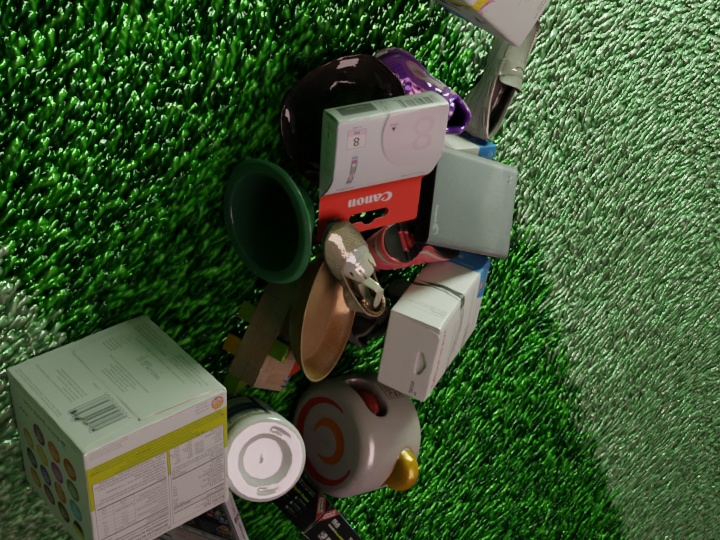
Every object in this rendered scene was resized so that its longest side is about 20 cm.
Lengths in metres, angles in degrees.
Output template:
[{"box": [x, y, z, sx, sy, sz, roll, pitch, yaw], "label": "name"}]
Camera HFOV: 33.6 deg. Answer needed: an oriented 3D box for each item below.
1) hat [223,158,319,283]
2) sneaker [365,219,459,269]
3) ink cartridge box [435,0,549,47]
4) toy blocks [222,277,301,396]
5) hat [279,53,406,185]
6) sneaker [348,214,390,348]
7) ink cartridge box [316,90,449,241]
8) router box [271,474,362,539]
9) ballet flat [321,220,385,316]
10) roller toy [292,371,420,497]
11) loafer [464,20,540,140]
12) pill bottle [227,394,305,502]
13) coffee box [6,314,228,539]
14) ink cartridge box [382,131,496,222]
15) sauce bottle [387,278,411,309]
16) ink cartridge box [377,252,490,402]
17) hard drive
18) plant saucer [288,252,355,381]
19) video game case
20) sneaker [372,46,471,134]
[{"box": [-0.070, -0.083, 1.589, 0.176, 0.200, 0.166, -20, 106, -40], "label": "hat"}, {"box": [0.066, -0.040, 1.730, 0.200, 0.087, 0.074, -6, 81, -51], "label": "sneaker"}, {"box": [0.148, -0.417, 1.552, 0.200, 0.147, 0.146, 26, 100, -49], "label": "ink cartridge box"}, {"box": [-0.106, 0.096, 1.728, 0.137, 0.100, 0.201, 19, 97, -61], "label": "toy blocks"}, {"box": [-0.009, -0.179, 1.582, 0.200, 0.081, 0.201, -10, 127, -14], "label": "hat"}, {"box": [0.025, 0.026, 1.775, 0.075, 0.115, 0.201, -1, 118, -44], "label": "sneaker"}, {"box": [0.027, -0.127, 1.556, 0.162, 0.057, 0.201, -14, 125, -24], "label": "ink cartridge box"}, {"box": [-0.093, 0.354, 1.830, 0.062, 0.200, 0.150, -42, 139, -11], "label": "router box"}, {"box": [0.000, 0.000, 1.624, 0.068, 0.062, 0.200, -52, 153, -16], "label": "ballet flat"}, {"box": [-0.001, 0.252, 1.858, 0.139, 0.200, 0.183, -6, 89, -43], "label": "roller toy"}, {"box": [0.217, -0.287, 1.770, 0.070, 0.070, 0.201, 11, 109, -47], "label": "loafer"}, {"box": [-0.161, 0.239, 1.672, 0.119, 0.200, 0.120, -3, 97, -20], "label": "pill bottle"}, {"box": [-0.305, 0.213, 1.527, 0.200, 0.200, 0.198, -23, 132, -32], "label": "coffee box"}, {"box": [0.099, -0.139, 1.766, 0.200, 0.067, 0.117, -9, 123, -40], "label": "ink cartridge box"}, {"box": [0.077, 0.096, 1.918, 0.066, 0.066, 0.200, -32, 134, -23], "label": "sauce bottle"}, {"box": [0.110, 0.074, 1.777, 0.200, 0.084, 0.145, -49, 155, -48], "label": "ink cartridge box"}, {"box": [0.154, -0.097, 1.732, 0.200, 0.033, 0.140, 9, 88, -48], "label": "hard drive"}, {"box": [-0.055, 0.054, 1.668, 0.200, 0.035, 0.201, 13, 90, -71], "label": "plant saucer"}, {"box": [-0.250, 0.343, 1.684, 0.023, 0.199, 0.182, -56, 148, -38], "label": "video game case"}, {"box": [0.087, -0.243, 1.663, 0.200, 0.088, 0.081, 23, 103, -47], "label": "sneaker"}]
